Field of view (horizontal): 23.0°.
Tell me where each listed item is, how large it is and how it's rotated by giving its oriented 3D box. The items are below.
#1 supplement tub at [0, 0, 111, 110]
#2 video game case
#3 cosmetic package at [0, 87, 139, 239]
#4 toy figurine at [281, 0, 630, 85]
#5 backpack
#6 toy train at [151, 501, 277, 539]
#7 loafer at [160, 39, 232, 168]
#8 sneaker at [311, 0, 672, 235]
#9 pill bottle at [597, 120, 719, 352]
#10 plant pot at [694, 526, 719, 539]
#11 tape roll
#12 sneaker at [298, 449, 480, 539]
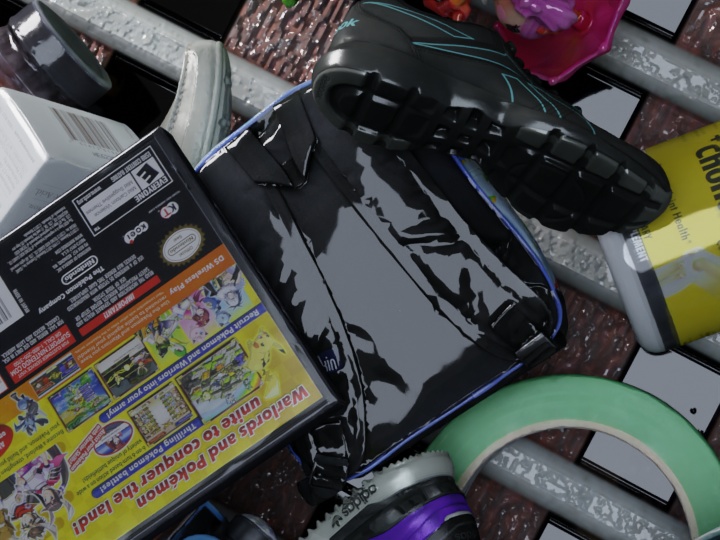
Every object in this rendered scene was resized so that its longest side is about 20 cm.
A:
[{"bbox_3d":[-0.249,-0.075,1.078,0.200,0.107,0.107,-40,81,5],"label":"supplement tub"},{"bbox_3d":[-0.138,0.053,0.946,0.200,0.026,0.181,-35,76,4],"label":"video game case"},{"bbox_3d":[-0.213,-0.003,1.037,0.200,0.102,0.074,-52,53,20],"label":"cosmetic package"},{"bbox_3d":[0.067,-0.176,1.004,0.184,0.200,0.150,26,103,-2],"label":"toy figurine"},{"bbox_3d":[0.000,0.000,1.008,0.183,0.147,0.200,-34,85,4],"label":"backpack"},{"bbox_3d":[-0.133,0.201,0.965,0.114,0.087,0.200,31,74,38],"label":"toy train"},{"bbox_3d":[-0.123,-0.044,1.072,0.070,0.070,0.200,13,89,2],"label":"loafer"},{"bbox_3d":[0.076,-0.087,0.928,0.200,0.075,0.079,25,53,-7],"label":"sneaker"},{"bbox_3d":[0.233,-0.037,0.990,0.200,0.112,0.112,-21,83,8],"label":"pill bottle"},{"bbox_3d":[0.267,0.200,0.924,0.200,0.134,0.200,18,119,37],"label":"plant pot"},{"bbox_3d":[0.122,0.161,1.028,0.200,0.048,0.201,-1,87,10],"label":"tape roll"},{"bbox_3d":[0.000,0.195,0.993,0.200,0.070,0.100,-48,60,34],"label":"sneaker"}]
